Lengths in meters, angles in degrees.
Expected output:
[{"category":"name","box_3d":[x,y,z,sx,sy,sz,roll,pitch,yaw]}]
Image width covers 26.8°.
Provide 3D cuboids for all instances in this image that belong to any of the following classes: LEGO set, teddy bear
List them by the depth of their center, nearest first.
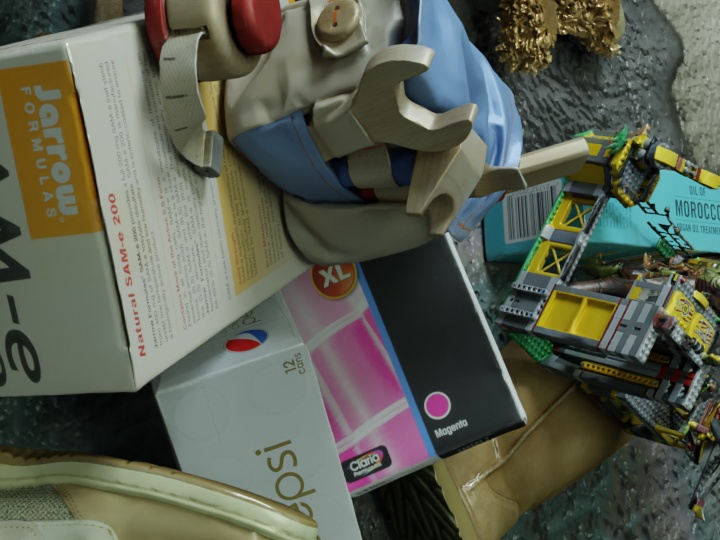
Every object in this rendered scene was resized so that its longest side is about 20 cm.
[{"category":"LEGO set","box_3d":[0.176,0.022,0.810,0.154,0.115,0.200,-54,128,-19]},{"category":"teddy bear","box_3d":[0.103,-0.193,0.929,0.199,0.066,0.146,-17,102,-49]}]

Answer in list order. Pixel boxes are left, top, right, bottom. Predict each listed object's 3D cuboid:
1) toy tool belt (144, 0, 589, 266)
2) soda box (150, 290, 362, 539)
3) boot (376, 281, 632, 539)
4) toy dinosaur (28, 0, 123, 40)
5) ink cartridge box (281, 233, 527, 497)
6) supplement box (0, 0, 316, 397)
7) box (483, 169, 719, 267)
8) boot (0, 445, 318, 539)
[{"category":"toy tool belt","box_3d":[0.013,-0.075,0.609,0.200,0.122,0.126,40,50,-60]},{"category":"soda box","box_3d":[-0.037,0.114,0.676,0.068,0.064,0.202,-18,115,-7]},{"category":"boot","box_3d":[0.076,0.056,0.848,0.200,0.066,0.177,-33,111,-42]},{"category":"toy dinosaur","box_3d":[-0.121,-0.092,0.711,0.106,0.060,0.202,-12,98,-64]},{"category":"ink cartridge box","box_3d":[0.000,0.000,0.738,0.037,0.094,0.201,45,22,-76]},{"category":"supplement box","box_3d":[-0.086,-0.040,0.620,0.200,0.073,0.127,-36,119,-64]},{"category":"box","box_3d":[0.171,-0.030,0.936,0.199,0.082,0.050,3,80,-41]},{"category":"boot","box_3d":[-0.119,0.149,0.575,0.072,0.198,0.156,56,39,-70]}]
